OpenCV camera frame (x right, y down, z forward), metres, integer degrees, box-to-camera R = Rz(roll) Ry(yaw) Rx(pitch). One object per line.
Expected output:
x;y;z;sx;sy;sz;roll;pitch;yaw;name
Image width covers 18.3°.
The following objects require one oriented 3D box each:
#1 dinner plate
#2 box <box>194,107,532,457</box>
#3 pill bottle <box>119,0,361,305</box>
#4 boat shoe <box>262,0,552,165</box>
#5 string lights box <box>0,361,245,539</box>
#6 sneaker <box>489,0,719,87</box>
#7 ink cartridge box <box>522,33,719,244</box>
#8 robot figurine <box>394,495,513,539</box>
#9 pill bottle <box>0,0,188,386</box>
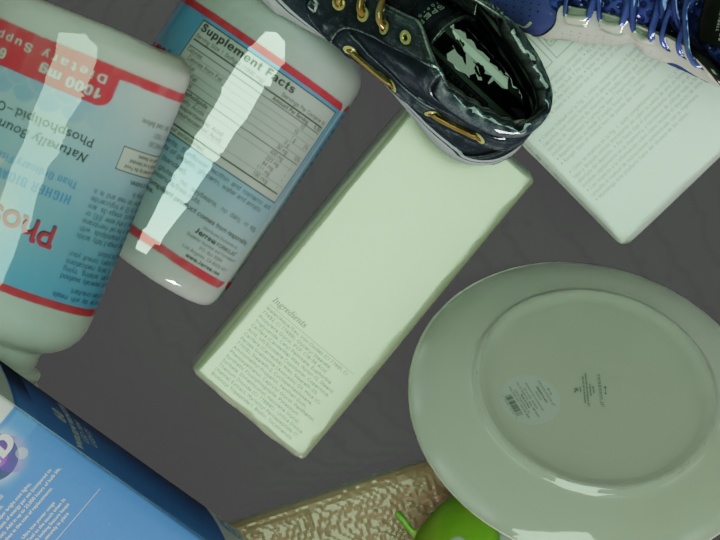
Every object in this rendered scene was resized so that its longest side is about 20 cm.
0.125;0.068;1.209;0.200;0.024;0.200;3;51;-4;dinner plate
0.000;0.000;1.233;0.082;0.068;0.200;41;91;-4;box
-0.070;-0.090;1.213;0.109;0.109;0.200;34;91;-4;pill bottle
0.016;-0.137;1.124;0.200;0.091;0.071;41;78;-3;boat shoe
-0.153;0.125;1.075;0.103;0.059;0.200;-47;119;5;string lights box
0.157;-0.137;1.105;0.199;0.115;0.081;16;97;3;sneaker
0.151;-0.143;1.184;0.200;0.044;0.174;-44;90;8;ink cartridge box
0.114;0.179;1.231;0.200;0.116;0.176;5;80;-2;robot figurine
-0.169;-0.031;1.112;0.109;0.109;0.200;22;93;-3;pill bottle
